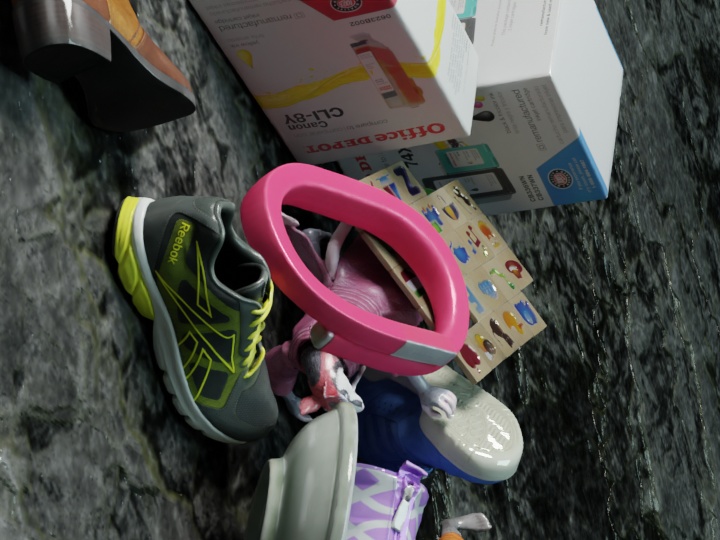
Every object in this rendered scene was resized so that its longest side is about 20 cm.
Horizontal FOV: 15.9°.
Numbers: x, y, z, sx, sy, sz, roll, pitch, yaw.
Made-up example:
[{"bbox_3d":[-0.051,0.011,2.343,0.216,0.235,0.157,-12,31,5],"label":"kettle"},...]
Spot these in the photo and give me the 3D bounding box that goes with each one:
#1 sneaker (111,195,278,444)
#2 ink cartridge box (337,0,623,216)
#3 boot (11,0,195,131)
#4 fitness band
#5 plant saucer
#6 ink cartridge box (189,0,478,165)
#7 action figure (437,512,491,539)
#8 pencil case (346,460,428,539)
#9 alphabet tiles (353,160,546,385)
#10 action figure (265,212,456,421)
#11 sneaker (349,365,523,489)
[{"bbox_3d":[-0.090,0.034,1.672,0.075,0.085,0.200,-72,144,-47],"label":"sneaker"},{"bbox_3d":[0.087,-0.141,2.035,0.147,0.200,0.146,59,31,-43],"label":"ink cartridge box"},{"bbox_3d":[-0.172,-0.199,1.632,0.188,0.068,0.200,25,51,-56],"label":"boot"},{"bbox_3d":[0.000,0.000,1.751,0.200,0.037,0.144,19,41,-42],"label":"fitness band"},{"bbox_3d":[-0.048,0.181,1.699,0.200,0.050,0.200,-169,-90,-83],"label":"plant saucer"},{"bbox_3d":[-0.015,-0.174,1.867,0.200,0.145,0.083,56,33,-47],"label":"ink cartridge box"},{"bbox_3d":[0.026,0.274,1.907,0.193,0.105,0.200,-6,117,-63],"label":"action figure"},{"bbox_3d":[0.002,0.230,1.779,0.084,0.085,0.200,27,62,-42],"label":"pencil case"},{"bbox_3d":[0.067,-0.009,1.902,0.167,0.008,0.200,53,24,3],"label":"alphabet tiles"},{"bbox_3d":[-0.007,0.032,1.815,0.200,0.134,0.149,-67,142,-61],"label":"action figure"},{"bbox_3d":[0.046,0.134,1.872,0.077,0.200,0.111,0,113,-32],"label":"sneaker"}]
